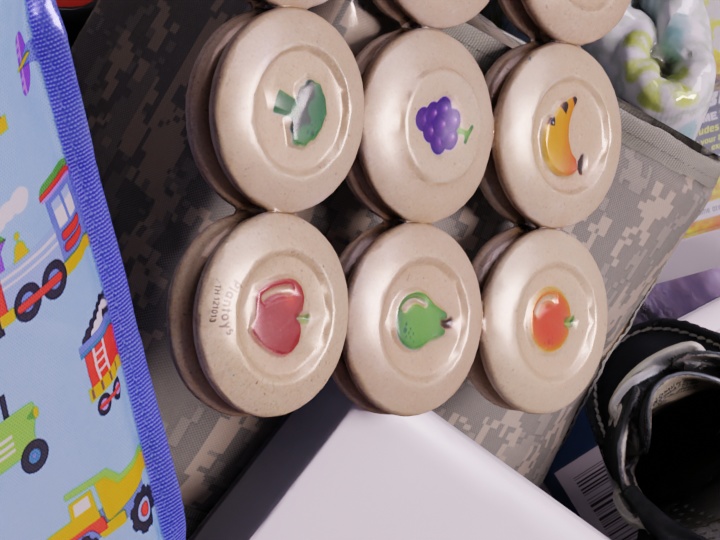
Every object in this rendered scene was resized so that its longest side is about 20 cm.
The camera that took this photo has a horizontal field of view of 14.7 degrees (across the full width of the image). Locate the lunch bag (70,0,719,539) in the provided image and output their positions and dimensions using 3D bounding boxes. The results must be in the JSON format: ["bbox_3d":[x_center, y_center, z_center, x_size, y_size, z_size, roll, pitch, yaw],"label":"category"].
[{"bbox_3d":[0.000,0.000,0.813,0.200,0.164,0.118,25,6,-42],"label":"lunch bag"}]

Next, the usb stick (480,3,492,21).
[{"bbox_3d":[0.032,-0.065,1.066,0.055,0.033,0.200,45,32,-26],"label":"usb stick"}]

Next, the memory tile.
[{"bbox_3d":[0.018,-0.062,0.712,0.153,0.017,0.200,4,90,-45],"label":"memory tile"}]

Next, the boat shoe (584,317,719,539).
[{"bbox_3d":[0.109,0.052,0.842,0.060,0.076,0.200,47,-1,-25],"label":"boat shoe"}]

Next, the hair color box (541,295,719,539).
[{"bbox_3d":[0.143,0.064,1.066,0.100,0.061,0.200,59,31,6],"label":"hair color box"}]

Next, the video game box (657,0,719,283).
[{"bbox_3d":[0.160,-0.102,1.085,0.047,0.200,0.182,38,40,-59],"label":"video game box"}]

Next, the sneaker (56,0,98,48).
[{"bbox_3d":[-0.149,-0.093,0.821,0.201,0.067,0.108,10,26,-30],"label":"sneaker"}]

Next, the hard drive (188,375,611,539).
[{"bbox_3d":[0.027,0.126,0.781,0.200,0.132,0.027,37,2,-32],"label":"hard drive"}]

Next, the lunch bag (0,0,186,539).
[{"bbox_3d":[-0.120,0.042,0.622,0.151,0.094,0.200,-34,118,-34],"label":"lunch bag"}]

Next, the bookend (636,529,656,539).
[{"bbox_3d":[0.182,0.155,0.931,0.199,0.092,0.200,28,63,-35],"label":"bookend"}]

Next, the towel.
[{"bbox_3d":[0.076,-0.095,0.981,0.048,0.171,0.200,-4,61,-6],"label":"towel"}]
